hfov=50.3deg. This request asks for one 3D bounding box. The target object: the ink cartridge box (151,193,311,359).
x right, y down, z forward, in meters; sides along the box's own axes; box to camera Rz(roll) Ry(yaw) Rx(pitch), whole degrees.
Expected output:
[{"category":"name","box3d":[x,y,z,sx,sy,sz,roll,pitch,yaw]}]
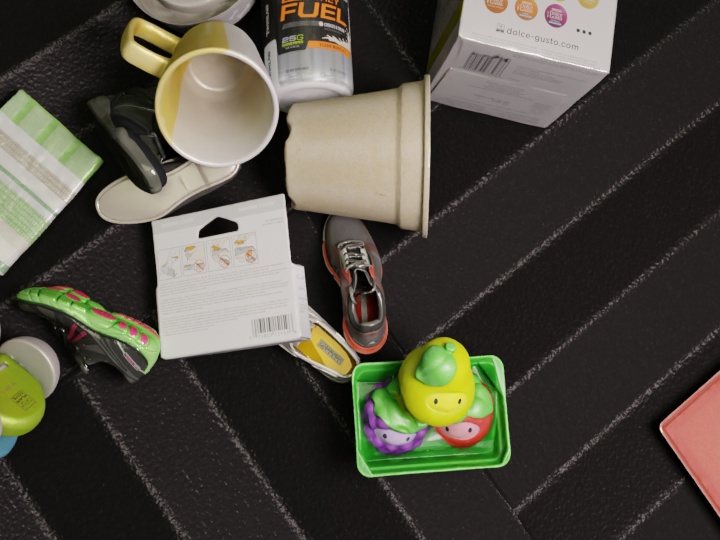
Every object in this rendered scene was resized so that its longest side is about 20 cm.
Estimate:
[{"category":"ink cartridge box","box3d":[-0.166,0.011,0.966,0.195,0.043,0.179,-9,81,17]}]

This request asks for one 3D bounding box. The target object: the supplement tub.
[{"category":"supplement tub","box3d":[-0.073,-0.324,1.026,0.119,0.123,0.206,-3,82,-8]}]

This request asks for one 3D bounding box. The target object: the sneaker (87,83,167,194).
[{"category":"sneaker","box3d":[-0.265,-0.177,0.968,0.112,0.077,0.200,-27,44,-16]}]

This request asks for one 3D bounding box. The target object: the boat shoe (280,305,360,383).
[{"category":"boat shoe","box3d":[-0.081,0.076,0.993,0.199,0.070,0.071,40,79,-1]}]

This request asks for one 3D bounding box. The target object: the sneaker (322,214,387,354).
[{"category":"sneaker","box3d":[0.000,0.000,0.995,0.075,0.082,0.205,-11,66,-10]}]

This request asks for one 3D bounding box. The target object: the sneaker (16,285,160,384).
[{"category":"sneaker","box3d":[-0.346,0.079,0.952,0.196,0.077,0.086,26,97,9]}]

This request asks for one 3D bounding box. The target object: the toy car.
[{"category":"toy car","box3d":[-0.470,0.144,0.900,0.197,0.176,0.152,32,113,-3]}]

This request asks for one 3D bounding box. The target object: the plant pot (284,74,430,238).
[{"category":"plant pot","box3d":[-0.001,-0.147,0.988,0.178,0.201,0.207,1,81,3]}]

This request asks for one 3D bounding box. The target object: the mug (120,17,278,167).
[{"category":"mug","box3d":[-0.187,-0.249,0.955,0.146,0.155,0.188,-23,128,8]}]

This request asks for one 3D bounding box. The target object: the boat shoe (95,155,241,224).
[{"category":"boat shoe","box3d":[-0.248,-0.112,1.012,0.196,0.057,0.068,-23,98,-6]}]

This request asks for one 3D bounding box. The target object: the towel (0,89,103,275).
[{"category":"towel","box3d":[-0.452,-0.113,0.995,0.149,0.031,0.201,40,76,-3]}]

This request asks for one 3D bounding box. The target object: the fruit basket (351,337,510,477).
[{"category":"fruit basket","box3d":[0.089,0.166,0.939,0.209,0.216,0.160,-2,82,-8]}]

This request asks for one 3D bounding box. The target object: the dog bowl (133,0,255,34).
[{"category":"dog bowl","box3d":[-0.218,-0.412,1.031,0.194,0.059,0.206,-1,80,6]}]

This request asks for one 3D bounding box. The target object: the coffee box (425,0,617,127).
[{"category":"coffee box","box3d":[0.210,-0.338,1.028,0.194,0.200,0.203,11,80,-6]}]

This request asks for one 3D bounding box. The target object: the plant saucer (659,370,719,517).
[{"category":"plant saucer","box3d":[0.534,0.239,1.072,0.198,0.037,0.202,-35,89,-11]}]
